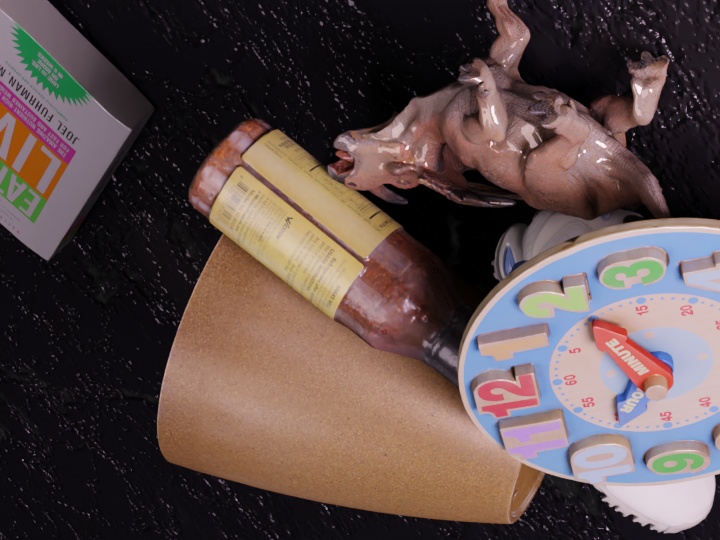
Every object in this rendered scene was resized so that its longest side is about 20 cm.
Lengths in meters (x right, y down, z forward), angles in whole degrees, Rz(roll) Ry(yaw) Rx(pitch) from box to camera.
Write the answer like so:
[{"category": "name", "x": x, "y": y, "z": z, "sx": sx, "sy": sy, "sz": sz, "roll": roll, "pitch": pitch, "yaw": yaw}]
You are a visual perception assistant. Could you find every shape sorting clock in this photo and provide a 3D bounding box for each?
[{"category": "shape sorting clock", "x": 0.148, "y": 0.047, "z": 1.229, "sx": 0.199, "sy": 0.039, "sz": 0.200, "roll": 1, "pitch": 139, "yaw": 1}]

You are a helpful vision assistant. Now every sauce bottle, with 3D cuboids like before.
[{"category": "sauce bottle", "x": 0.000, "y": 0.000, "z": 1.315, "sx": 0.200, "sy": 0.066, "sz": 0.066, "roll": 40, "pitch": 147, "yaw": 10}]

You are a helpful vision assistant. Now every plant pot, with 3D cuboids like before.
[{"category": "plant pot", "x": 0.014, "y": 0.064, "z": 1.406, "sx": 0.200, "sy": 0.187, "sz": 0.187, "roll": 23, "pitch": 141, "yaw": 16}]

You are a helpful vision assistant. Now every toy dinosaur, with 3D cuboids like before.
[{"category": "toy dinosaur", "x": 0.088, "y": -0.061, "z": 1.254, "sx": 0.200, "sy": 0.086, "sz": 0.136, "roll": 29, "pitch": 143, "yaw": 23}]

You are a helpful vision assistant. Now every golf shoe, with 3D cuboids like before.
[{"category": "golf shoe", "x": 0.150, "y": 0.054, "z": 1.306, "sx": 0.097, "sy": 0.078, "sz": 0.200, "roll": -12, "pitch": 115, "yaw": 48}]

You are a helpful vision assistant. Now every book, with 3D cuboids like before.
[{"category": "book", "x": -0.219, "y": -0.101, "z": 1.635, "sx": 0.134, "sy": 0.048, "sz": 0.200, "roll": 44, "pitch": 146, "yaw": 2}]
